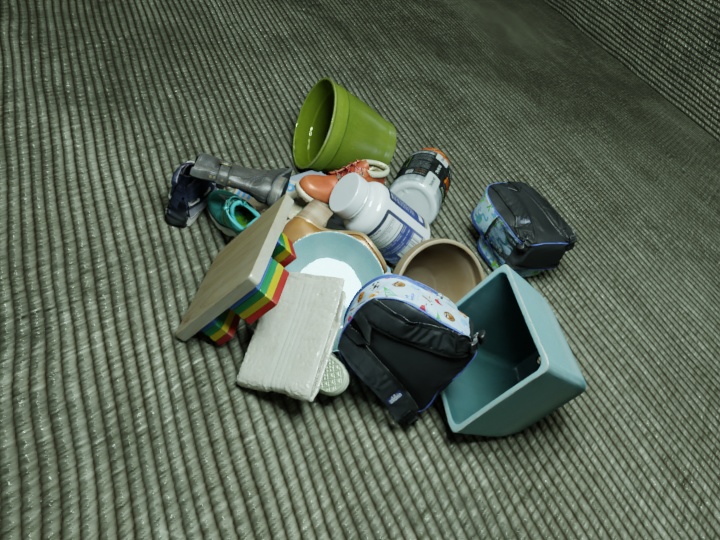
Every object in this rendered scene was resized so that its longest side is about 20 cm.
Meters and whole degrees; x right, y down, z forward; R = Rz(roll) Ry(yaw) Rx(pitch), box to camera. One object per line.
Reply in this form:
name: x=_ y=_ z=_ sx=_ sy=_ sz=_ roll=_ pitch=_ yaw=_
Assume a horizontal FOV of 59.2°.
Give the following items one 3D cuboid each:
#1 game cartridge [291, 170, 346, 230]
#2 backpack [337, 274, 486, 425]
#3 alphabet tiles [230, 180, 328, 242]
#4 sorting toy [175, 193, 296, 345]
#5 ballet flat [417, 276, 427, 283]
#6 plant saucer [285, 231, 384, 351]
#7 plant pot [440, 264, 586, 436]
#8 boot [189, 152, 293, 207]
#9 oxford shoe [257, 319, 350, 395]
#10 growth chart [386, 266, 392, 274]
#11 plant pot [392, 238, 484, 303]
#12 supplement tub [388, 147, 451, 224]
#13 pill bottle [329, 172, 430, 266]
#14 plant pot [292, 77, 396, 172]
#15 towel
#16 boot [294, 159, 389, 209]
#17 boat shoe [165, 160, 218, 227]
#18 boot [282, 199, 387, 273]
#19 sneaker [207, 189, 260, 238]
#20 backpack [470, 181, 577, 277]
game cartridge: x=-0.071 y=-0.138 z=1.319 sx=0.199 sy=0.042 sz=0.132 roll=38 pitch=36 yaw=26
backpack: x=0.064 y=0.100 z=0.979 sx=0.188 sy=0.201 sz=0.155 roll=31 pitch=22 yaw=-16
alphabet tiles: x=-0.162 y=-0.102 z=1.224 sx=0.195 sy=0.015 sz=0.198 roll=15 pitch=53 yaw=5
sorting toy: x=-0.177 y=0.009 z=0.997 sx=0.069 sy=0.199 sz=0.201 roll=40 pitch=38 yaw=-22
ballet flat: x=0.152 y=-0.003 z=1.268 sx=0.197 sy=0.069 sz=0.070 roll=-16 pitch=38 yaw=-41
plant saucer: x=-0.053 y=0.037 z=1.083 sx=0.195 sy=0.039 sz=0.207 roll=2 pitch=79 yaw=-8
plant pot: x=0.254 y=0.152 z=1.036 sx=0.198 sy=0.196 sz=0.199 roll=25 pitch=37 yaw=-35
boot: x=-0.216 y=-0.178 z=1.156 sx=0.170 sy=0.071 sz=0.200 roll=18 pitch=14 yaw=-6
oxford shoe: x=-0.091 y=0.131 z=1.002 sx=0.199 sy=0.058 sz=0.076 roll=36 pitch=84 yaw=27
growth chart: x=0.000 y=0.000 z=1.220 sx=0.142 sy=0.018 sz=0.201 roll=-6 pitch=45 yaw=-32
plant pot: x=0.122 y=0.043 z=1.140 sx=0.196 sy=0.207 sz=0.092 roll=-1 pitch=6 yaw=-28
supplement tub: x=0.137 y=-0.190 z=1.426 sx=0.120 sy=0.124 sz=0.201 roll=25 pitch=39 yaw=3
pill bottle: x=0.036 y=-0.099 z=1.218 sx=0.199 sy=0.111 sz=0.112 roll=34 pitch=28 yaw=-36
plant pot: x=-0.026 y=-0.302 z=1.435 sx=0.189 sy=0.202 sz=0.203 roll=14 pitch=38 yaw=-30
towel: x=-0.101 y=0.095 z=0.970 sx=0.129 sy=0.035 sz=0.204 roll=6 pitch=60 yaw=22
boot: x=-0.033 y=-0.178 z=1.242 sx=0.196 sy=0.108 sz=0.076 roll=-3 pitch=50 yaw=-36
boat shoe: x=-0.307 y=-0.174 z=1.206 sx=0.073 sy=0.094 sz=0.202 roll=18 pitch=39 yaw=-5
boot: x=-0.061 y=-0.015 z=1.142 sx=0.199 sy=0.077 sz=0.156 roll=40 pitch=66 yaw=-6
sneaker: x=-0.218 y=-0.104 z=1.145 sx=0.077 sy=0.081 sz=0.199 roll=-37 pitch=48 yaw=-19
backpack: x=0.338 y=-0.088 z=1.388 sx=0.179 sy=0.148 sz=0.202 roll=-5 pitch=51 yaw=-32
